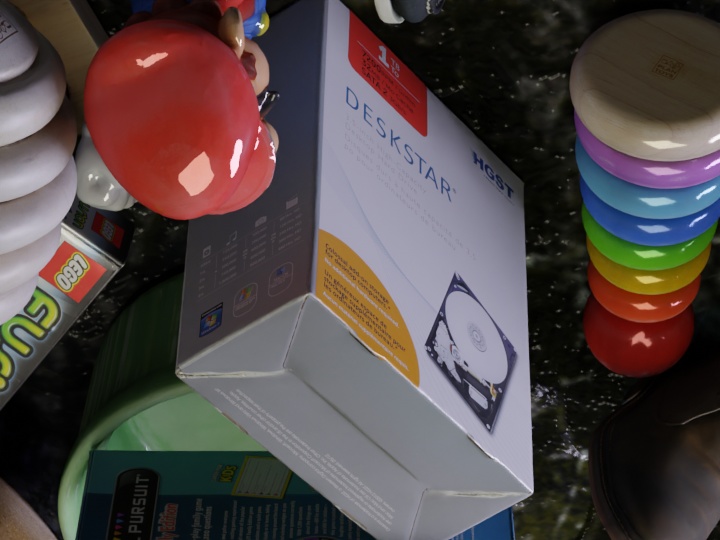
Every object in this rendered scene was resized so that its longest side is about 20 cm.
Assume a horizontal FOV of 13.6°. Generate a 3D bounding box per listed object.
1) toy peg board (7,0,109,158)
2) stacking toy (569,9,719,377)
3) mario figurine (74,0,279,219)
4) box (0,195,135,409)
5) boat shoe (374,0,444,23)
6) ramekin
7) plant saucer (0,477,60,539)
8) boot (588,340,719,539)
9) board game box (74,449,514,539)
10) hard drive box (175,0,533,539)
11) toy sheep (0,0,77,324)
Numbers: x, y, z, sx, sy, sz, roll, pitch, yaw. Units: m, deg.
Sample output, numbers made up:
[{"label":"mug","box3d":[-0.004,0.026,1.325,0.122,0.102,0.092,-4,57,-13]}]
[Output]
[{"label":"toy peg board","box3d":[-0.212,-0.058,1.356,0.199,0.098,0.200,-16,132,16]},{"label":"stacking toy","box3d":[0.137,-0.023,1.399,0.085,0.086,0.201,0,139,2]},{"label":"mario figurine","box3d":[-0.059,-0.091,1.249,0.105,0.201,0.124,10,134,-7]},{"label":"box","box3d":[-0.200,0.024,1.342,0.110,0.035,0.200,34,119,-14]},{"label":"boat shoe","box3d":[0.046,-0.171,1.130,0.066,0.075,0.200,13,127,6]},{"label":"ramekin","box3d":[-0.046,0.088,1.490,0.198,0.098,0.201,1,134,1]},{"label":"plant saucer","box3d":[-0.206,0.127,1.519,0.200,0.035,0.201,33,157,15]},{"label":"boot","box3d":[0.168,0.074,1.418,0.097,0.200,0.075,-37,101,23]},{"label":"board game box","box3d":[-0.029,0.136,1.359,0.198,0.151,0.047,0,115,1]},{"label":"hard drive box","box3d":[0.000,0.000,1.335,0.077,0.201,0.156,-30,127,26]},{"label":"toy sheep","box3d":[-0.176,-0.049,1.205,0.137,0.138,0.201,7,124,-5]}]
